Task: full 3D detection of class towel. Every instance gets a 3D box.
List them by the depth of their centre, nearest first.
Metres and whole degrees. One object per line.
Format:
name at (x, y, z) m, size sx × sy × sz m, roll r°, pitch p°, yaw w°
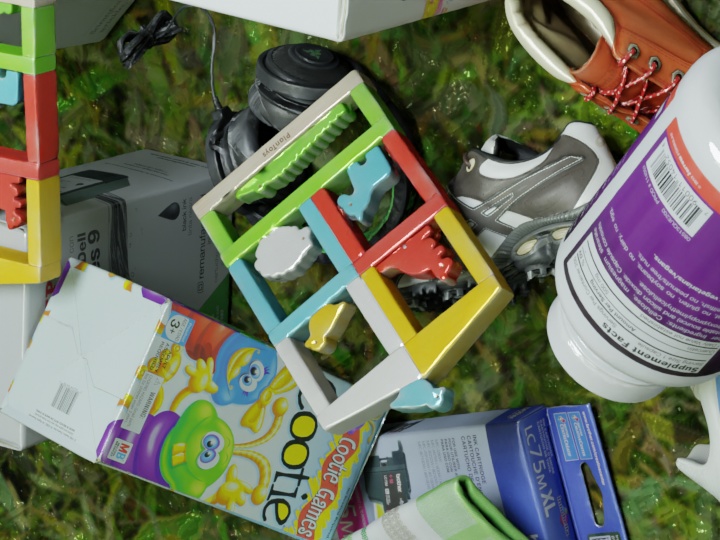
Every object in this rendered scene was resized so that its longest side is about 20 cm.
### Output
towel at (0.048, 0.214, 1.335) m, size 0.149 × 0.031 × 0.200 m, roll 43°, pitch 136°, yaw -8°

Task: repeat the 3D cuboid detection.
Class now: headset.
headset at (-0.057, -0.086, 1.333) m, size 0.200 × 0.094 × 0.124 m, roll 43°, pitch 124°, yaw 5°

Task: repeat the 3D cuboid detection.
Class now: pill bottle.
pill bottle at (0.172, -0.017, 1.108) m, size 0.112 × 0.112 × 0.200 m, roll 50°, pitch 140°, yaw 14°

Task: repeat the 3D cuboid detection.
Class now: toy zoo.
toy zoo at (0.000, 0.000, 1.246) m, size 0.131 × 0.020 × 0.200 m, roll -40°, pitch 63°, yaw 13°
toy zoo at (-0.229, -0.072, 1.256) m, size 0.131 × 0.020 × 0.200 m, roll 12°, pitch 110°, yaw 31°

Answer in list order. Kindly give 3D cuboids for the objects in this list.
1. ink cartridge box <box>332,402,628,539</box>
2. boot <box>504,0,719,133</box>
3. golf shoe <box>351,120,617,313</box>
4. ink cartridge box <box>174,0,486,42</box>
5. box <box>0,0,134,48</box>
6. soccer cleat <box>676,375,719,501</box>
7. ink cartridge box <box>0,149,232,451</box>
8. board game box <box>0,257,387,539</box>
ink cartridge box at (0.066, 0.150, 1.347) m, size 0.200 × 0.042 × 0.119 m, roll -10°, pitch 97°, yaw 36°
boot at (0.160, -0.094, 1.167) m, size 0.200 × 0.107 × 0.075 m, roll 46°, pitch 122°, yaw 14°
golf shoe at (0.075, -0.027, 1.279) m, size 0.200 × 0.078 × 0.095 m, roll -17°, pitch 76°, yaw 36°
ink cartridge box at (-0.008, -0.194, 1.199) m, size 0.145 × 0.200 × 0.088 m, roll 16°, pitch 112°, yaw 31°
box at (-0.206, -0.236, 1.332) m, size 0.199 × 0.200 × 0.131 m, roll -43°, pitch 76°, yaw 35°
soccer cleat at (0.220, 0.041, 1.184) m, size 0.086 × 0.070 × 0.200 m, roll 26°, pitch 116°, yaw 34°
ink cartridge box at (-0.175, 0.015, 1.378) m, size 0.084 × 0.200 × 0.146 m, roll 15°, pitch 111°, yaw 32°
board game box at (-0.096, 0.082, 1.315) m, size 0.105 × 0.200 × 0.103 m, roll 21°, pitch 85°, yaw 45°
